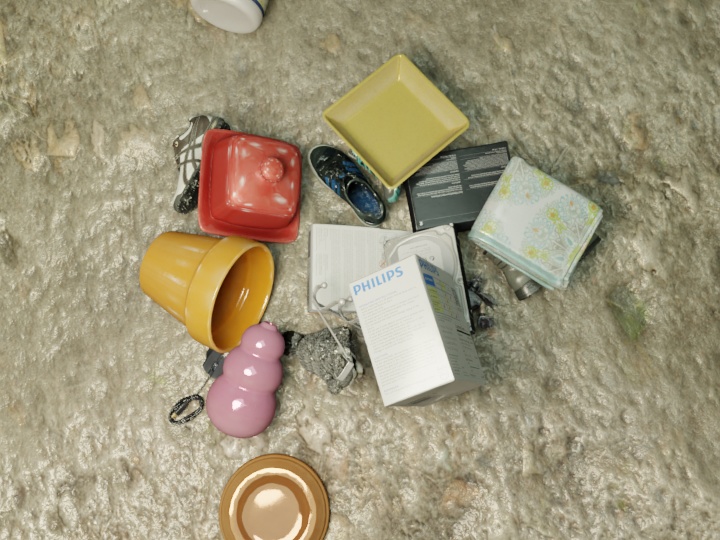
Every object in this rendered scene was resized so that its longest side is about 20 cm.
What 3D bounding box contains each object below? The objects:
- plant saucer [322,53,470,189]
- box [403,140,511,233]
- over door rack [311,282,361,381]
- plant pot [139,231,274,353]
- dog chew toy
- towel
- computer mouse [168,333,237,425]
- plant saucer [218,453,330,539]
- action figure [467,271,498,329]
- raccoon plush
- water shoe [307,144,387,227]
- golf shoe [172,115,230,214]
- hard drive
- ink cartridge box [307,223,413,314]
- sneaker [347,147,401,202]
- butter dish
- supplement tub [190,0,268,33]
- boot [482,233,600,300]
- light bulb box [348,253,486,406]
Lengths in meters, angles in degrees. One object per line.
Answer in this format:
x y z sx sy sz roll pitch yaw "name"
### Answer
0.064 -0.265 1.441 0.199 0.049 0.200 -39 75 -11 "plant saucer"
0.186 -0.148 1.473 0.197 0.079 0.143 -9 76 -2 "box"
0.005 0.114 1.329 0.067 0.147 0.201 -43 41 20 "over door rack"
-0.281 0.019 1.396 0.182 0.200 0.202 20 79 19 "plant pot"
-0.190 0.186 1.374 0.123 0.125 0.202 21 95 4 "dog chew toy"
0.314 -0.081 1.405 0.199 0.048 0.172 31 81 1 "towel"
-0.281 0.196 1.431 0.058 0.034 0.201 34 82 5 "computer mouse"
-0.153 0.426 1.386 0.197 0.037 0.203 0 79 0 "plant saucer"
0.175 0.088 1.435 0.129 0.069 0.201 30 78 10 "action figure"
-0.087 0.166 1.380 0.197 0.134 0.098 -9 104 13 "raccoon plush"
-0.021 -0.170 1.476 0.071 0.079 0.200 -43 82 -8 "water shoe"
-0.320 -0.202 1.493 0.093 0.078 0.202 18 73 14 "golf shoe"
0.120 0.028 1.405 0.138 0.038 0.202 -13 72 19 "hard drive"
0.000 0.000 1.474 0.197 0.050 0.164 4 78 -18 "ink cartridge box"
0.023 -0.216 1.493 0.090 0.078 0.202 -13 70 1 "sneaker"
-0.180 -0.165 1.421 0.198 0.147 0.202 7 77 -25 "butter dish"
-0.233 -0.580 1.520 0.143 0.145 0.202 16 80 3 "supplement tub"
0.334 -0.048 1.459 0.199 0.068 0.131 -33 82 -4 "boot"
0.095 0.103 1.266 0.124 0.198 0.202 -23 72 18 "light bulb box"
